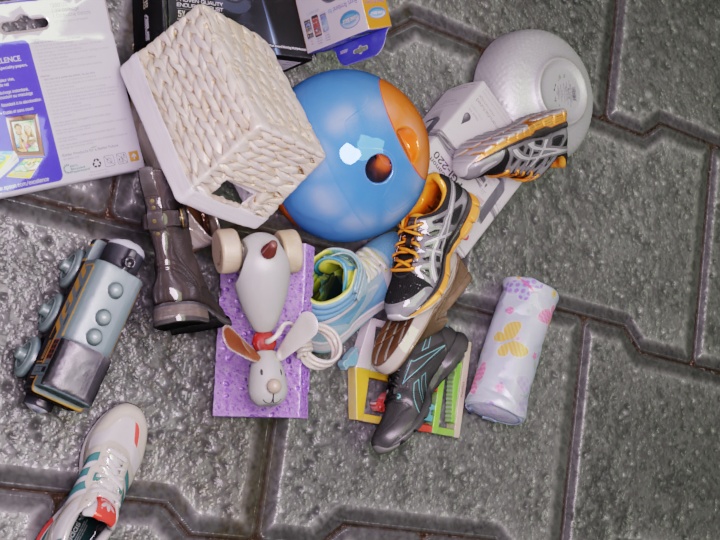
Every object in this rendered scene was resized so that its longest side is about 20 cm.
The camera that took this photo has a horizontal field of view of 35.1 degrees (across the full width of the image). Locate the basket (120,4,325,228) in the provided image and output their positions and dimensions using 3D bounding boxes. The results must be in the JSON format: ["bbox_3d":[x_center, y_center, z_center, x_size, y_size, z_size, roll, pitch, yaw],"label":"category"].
[{"bbox_3d":[-0.145,-0.167,1.212,0.135,0.123,0.200,19,38,-54],"label":"basket"}]

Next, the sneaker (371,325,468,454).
[{"bbox_3d":[0.058,0.140,1.430,0.079,0.075,0.200,40,58,-10],"label":"sneaker"}]

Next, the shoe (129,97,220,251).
[{"bbox_3d":[-0.206,-0.120,1.293,0.070,0.053,0.201,-24,100,-33],"label":"shoe"}]

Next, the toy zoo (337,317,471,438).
[{"bbox_3d":[0.054,0.138,1.473,0.199,0.020,0.132,14,79,-33],"label":"toy zoo"}]

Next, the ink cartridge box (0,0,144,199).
[{"bbox_3d":[-0.343,-0.185,1.209,0.198,0.043,0.201,-16,98,-34],"label":"ink cartridge box"}]

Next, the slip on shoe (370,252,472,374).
[{"bbox_3d":[0.080,0.056,1.408,0.061,0.076,0.200,43,50,-18],"label":"slip on shoe"}]

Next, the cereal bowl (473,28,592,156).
[{"bbox_3d":[0.257,-0.246,1.605,0.199,0.083,0.201,4,84,-34],"label":"cereal bowl"}]

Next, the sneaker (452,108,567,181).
[{"bbox_3d":[0.200,-0.147,1.454,0.199,0.078,0.078,-24,107,-33],"label":"sneaker"}]

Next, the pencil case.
[{"bbox_3d":[0.207,0.108,1.541,0.091,0.083,0.201,59,47,-66],"label":"pencil case"}]

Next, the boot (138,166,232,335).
[{"bbox_3d":[-0.192,-0.022,1.233,0.069,0.200,0.175,-10,83,1],"label":"boot"}]

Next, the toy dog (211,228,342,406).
[{"bbox_3d":[-0.096,0.039,1.222,0.132,0.096,0.201,-26,94,-18],"label":"toy dog"}]

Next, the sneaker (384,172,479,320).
[{"bbox_3d":[0.072,-0.030,1.372,0.077,0.078,0.201,44,59,-35],"label":"sneaker"}]

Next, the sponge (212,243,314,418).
[{"bbox_3d":[-0.111,0.070,1.313,0.030,0.111,0.201,17,74,-68],"label":"sponge"}]

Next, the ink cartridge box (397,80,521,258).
[{"bbox_3d":[0.125,-0.130,1.504,0.146,0.085,0.200,50,63,-21],"label":"ink cartridge box"}]

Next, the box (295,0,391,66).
[{"bbox_3d":[-0.031,-0.335,1.287,0.041,0.119,0.201,-14,94,-38],"label":"box"}]

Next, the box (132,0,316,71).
[{"bbox_3d":[-0.157,-0.325,1.322,0.199,0.086,0.165,1,85,-35],"label":"box"}]

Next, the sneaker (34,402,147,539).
[{"bbox_3d":[-0.269,0.235,1.199,0.070,0.093,0.200,37,67,-27],"label":"sneaker"}]

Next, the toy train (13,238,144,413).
[{"bbox_3d":[-0.287,0.056,1.187,0.085,0.114,0.201,33,69,-29],"label":"toy train"}]

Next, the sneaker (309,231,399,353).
[{"bbox_3d":[0.000,0.000,1.375,0.079,0.131,0.200,32,60,19],"label":"sneaker"}]

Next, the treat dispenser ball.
[{"bbox_3d":[-0.018,-0.134,1.335,0.200,0.201,0.202,3,85,-34],"label":"treat dispenser ball"}]
